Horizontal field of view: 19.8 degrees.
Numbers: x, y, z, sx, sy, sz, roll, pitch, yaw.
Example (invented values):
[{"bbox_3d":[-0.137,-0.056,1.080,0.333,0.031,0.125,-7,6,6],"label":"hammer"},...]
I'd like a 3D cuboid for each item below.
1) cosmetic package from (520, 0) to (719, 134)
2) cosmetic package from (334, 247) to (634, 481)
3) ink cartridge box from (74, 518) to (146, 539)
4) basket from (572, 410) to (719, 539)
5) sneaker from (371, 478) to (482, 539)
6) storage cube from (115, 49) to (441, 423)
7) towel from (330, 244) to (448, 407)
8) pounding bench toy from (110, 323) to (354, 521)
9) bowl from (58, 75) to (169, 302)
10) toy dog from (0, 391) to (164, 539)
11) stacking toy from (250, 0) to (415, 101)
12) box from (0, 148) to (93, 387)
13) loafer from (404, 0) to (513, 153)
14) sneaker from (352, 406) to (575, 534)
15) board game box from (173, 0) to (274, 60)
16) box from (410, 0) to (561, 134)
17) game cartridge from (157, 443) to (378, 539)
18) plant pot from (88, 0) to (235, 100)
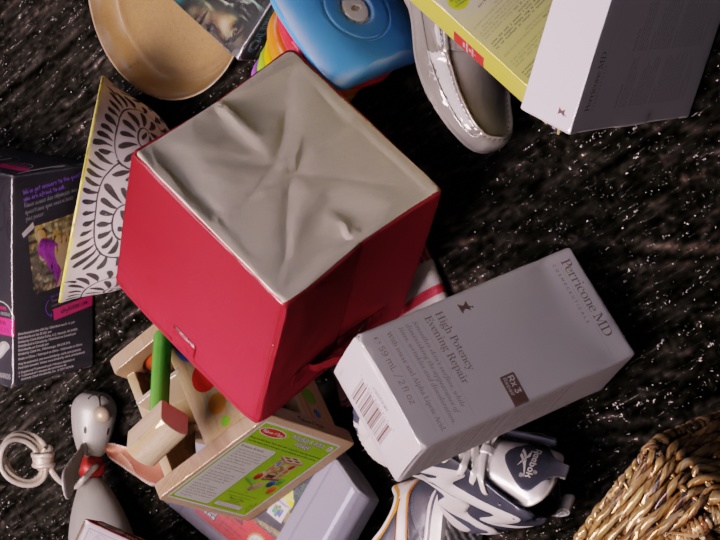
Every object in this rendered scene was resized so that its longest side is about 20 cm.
[{"bbox_3d":[0.198,-0.200,1.422,0.052,0.150,0.201,30,116,32],"label":"cosmetic package"},{"bbox_3d":[0.092,0.068,1.524,0.102,0.199,0.074,59,153,15],"label":"cosmetic package"},{"bbox_3d":[-0.157,0.293,1.789,0.199,0.176,0.084,24,82,2],"label":"ink cartridge box"},{"bbox_3d":[0.236,0.225,1.477,0.149,0.142,0.200,45,124,25],"label":"basket"},{"bbox_3d":[0.048,0.267,1.679,0.079,0.078,0.201,3,79,42],"label":"sneaker"},{"bbox_3d":[-0.069,-0.027,1.593,0.200,0.171,0.180,45,150,17],"label":"storage cube"},{"bbox_3d":[0.000,0.000,1.714,0.144,0.023,0.201,-30,79,39],"label":"towel"},{"bbox_3d":[-0.132,0.094,1.695,0.124,0.200,0.156,-37,59,20],"label":"pounding bench toy"},{"bbox_3d":[-0.201,-0.063,1.804,0.201,0.094,0.202,-170,90,-82],"label":"bowl"},{"bbox_3d":[-0.240,0.218,1.905,0.096,0.131,0.201,-13,100,63],"label":"toy dog"},{"bbox_3d":[-0.047,-0.160,1.686,0.110,0.116,0.200,56,142,11],"label":"stacking toy"},{"bbox_3d":[-0.328,-0.005,1.936,0.122,0.106,0.201,10,105,38],"label":"box"},{"bbox_3d":[0.077,-0.190,1.580,0.070,0.070,0.201,-26,81,49],"label":"loafer"},{"bbox_3d":[0.091,0.136,1.569,0.129,0.080,0.199,-5,134,41],"label":"sneaker"},{"bbox_3d":[-0.088,-0.293,1.700,0.135,0.028,0.200,43,113,22],"label":"board game box"},{"bbox_3d":[0.098,-0.196,1.524,0.200,0.050,0.075,42,82,9],"label":"box"},{"bbox_3d":[-0.080,0.187,1.777,0.200,0.041,0.134,32,91,37],"label":"game cartridge"},{"bbox_3d":[-0.162,-0.250,1.800,0.199,0.027,0.201,10,106,39],"label":"plant pot"}]
